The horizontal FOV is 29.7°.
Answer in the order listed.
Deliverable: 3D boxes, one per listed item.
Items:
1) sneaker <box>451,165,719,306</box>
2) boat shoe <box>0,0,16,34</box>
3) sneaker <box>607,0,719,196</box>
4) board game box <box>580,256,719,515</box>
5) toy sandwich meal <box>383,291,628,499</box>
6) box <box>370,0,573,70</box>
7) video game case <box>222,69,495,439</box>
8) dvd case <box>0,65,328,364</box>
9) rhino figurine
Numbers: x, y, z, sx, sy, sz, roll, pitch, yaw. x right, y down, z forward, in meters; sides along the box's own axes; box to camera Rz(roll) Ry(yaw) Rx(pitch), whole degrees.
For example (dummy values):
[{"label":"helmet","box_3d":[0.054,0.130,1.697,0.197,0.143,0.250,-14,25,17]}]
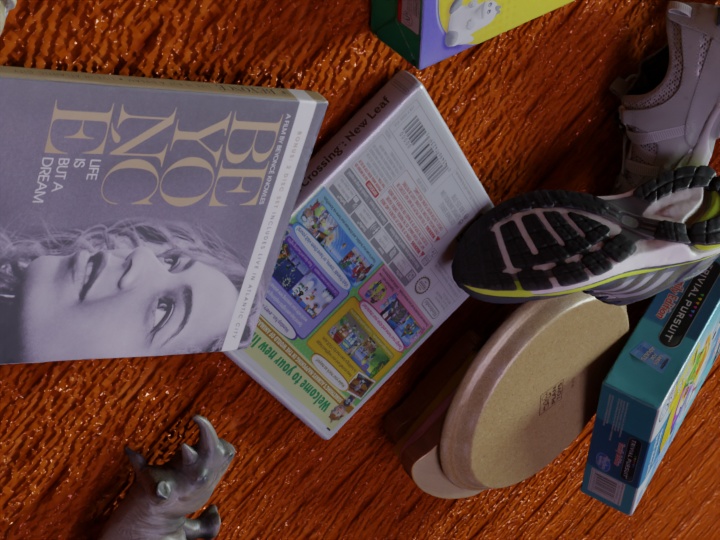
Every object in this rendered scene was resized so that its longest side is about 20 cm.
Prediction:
[{"label":"sneaker","box_3d":[0.152,-0.006,0.864,0.198,0.074,0.081,-8,146,-14]},{"label":"boat shoe","box_3d":[-0.157,-0.109,0.498,0.075,0.068,0.201,18,110,-53]},{"label":"sneaker","box_3d":[0.199,-0.103,0.901,0.201,0.081,0.075,113,-2,-45]},{"label":"board game box","box_3d":[0.241,0.068,1.050,0.200,0.047,0.152,-52,156,-31]},{"label":"toy sandwich meal","box_3d":[0.109,0.076,0.972,0.204,0.070,0.206,-30,140,-29]},{"label":"box","box_3d":[0.097,-0.194,0.709,0.199,0.048,0.118,-30,142,-27]},{"label":"video game case","box_3d":[0.000,0.000,0.816,0.182,0.022,0.200,-45,146,-4]},{"label":"dvd case","box_3d":[-0.116,-0.022,0.652,0.199,0.016,0.150,-2,121,-41]},{"label":"rhino figurine","box_3d":[-0.122,0.171,0.818,0.087,0.060,0.201,1,121,-34]}]
